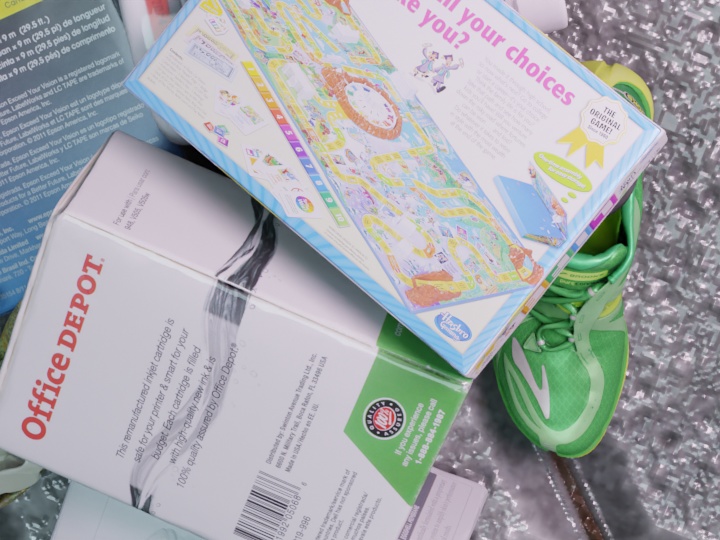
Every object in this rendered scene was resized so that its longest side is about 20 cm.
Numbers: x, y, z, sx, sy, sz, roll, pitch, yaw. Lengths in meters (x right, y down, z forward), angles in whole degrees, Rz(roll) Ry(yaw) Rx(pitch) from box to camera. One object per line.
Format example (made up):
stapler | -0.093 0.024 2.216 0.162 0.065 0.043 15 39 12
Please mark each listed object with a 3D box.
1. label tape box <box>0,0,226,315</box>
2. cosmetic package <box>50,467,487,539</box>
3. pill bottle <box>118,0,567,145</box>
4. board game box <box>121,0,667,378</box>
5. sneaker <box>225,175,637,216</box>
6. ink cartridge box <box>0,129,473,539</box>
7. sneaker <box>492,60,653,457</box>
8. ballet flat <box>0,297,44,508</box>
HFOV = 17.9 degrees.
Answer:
label tape box | -0.167 -0.094 1.163 0.143 0.063 0.201 -20 102 17
cosmetic package | -0.066 0.179 1.200 0.199 0.123 0.201 23 110 5
pill bottle | -0.009 -0.136 1.080 0.198 0.116 0.117 -14 105 4
board game box | 0.014 -0.068 0.991 0.200 0.034 0.135 41 93 11
sneaker | 0.025 -0.054 1.055 0.198 0.079 0.076 -8 76 16
ink cartridge box | -0.057 0.045 1.060 0.199 0.083 0.147 24 124 -1
sneaker | 0.099 -0.001 1.127 0.073 0.084 0.202 8 107 11
ballet flat | -0.163 0.064 1.180 0.071 0.071 0.200 41 132 -3
